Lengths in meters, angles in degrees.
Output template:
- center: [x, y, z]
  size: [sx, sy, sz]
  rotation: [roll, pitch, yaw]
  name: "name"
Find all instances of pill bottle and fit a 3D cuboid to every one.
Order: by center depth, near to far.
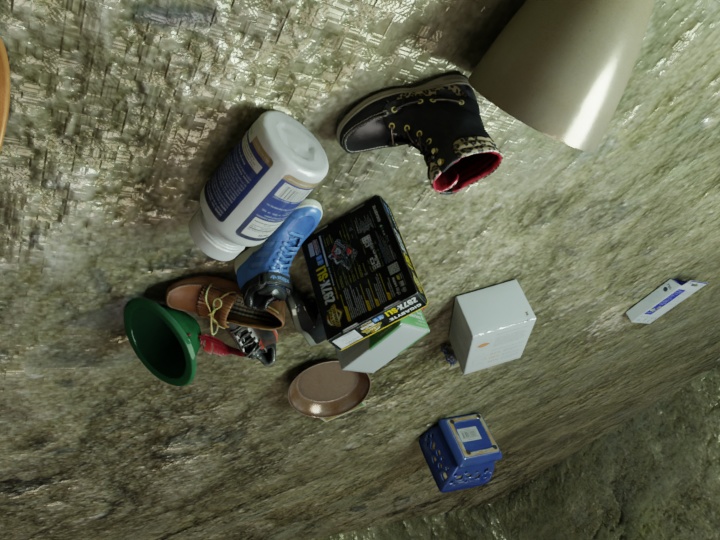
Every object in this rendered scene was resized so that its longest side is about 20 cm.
- center: [-0.143, -0.104, 0.791]
  size: [0.110, 0.112, 0.200]
  rotation: [18, 132, -43]
  name: "pill bottle"

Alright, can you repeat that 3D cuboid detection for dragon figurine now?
- center: [0.291, 0.212, 1.516]
  size: [0.199, 0.059, 0.099]
  rotation: [18, 132, -42]
  name: "dragon figurine"

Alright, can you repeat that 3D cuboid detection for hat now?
- center: [-0.297, 0.093, 1.058]
  size: [0.176, 0.165, 0.201]
  rotation: [-41, 157, -46]
  name: "hat"

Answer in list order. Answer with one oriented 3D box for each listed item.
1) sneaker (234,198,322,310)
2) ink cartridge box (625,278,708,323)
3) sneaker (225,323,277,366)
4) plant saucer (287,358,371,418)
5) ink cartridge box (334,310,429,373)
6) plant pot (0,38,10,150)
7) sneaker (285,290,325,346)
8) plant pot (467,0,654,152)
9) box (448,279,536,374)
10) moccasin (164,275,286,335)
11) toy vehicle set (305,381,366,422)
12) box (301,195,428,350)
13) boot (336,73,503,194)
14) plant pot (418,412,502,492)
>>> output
- center: [-0.122, -0.015, 0.929]
  size: [0.199, 0.112, 0.076]
  rotation: [-38, 142, 26]
  name: "sneaker"
- center: [0.835, 0.075, 1.624]
  size: [0.099, 0.040, 0.200]
  rotation: [7, 139, -34]
  name: "ink cartridge box"
- center: [-0.203, 0.117, 1.101]
  size: [0.076, 0.083, 0.200]
  rotation: [-25, 143, 9]
  name: "sneaker"
- center: [-0.074, 0.271, 1.399]
  size: [0.198, 0.037, 0.202]
  rotation: [-7, 129, -9]
  name: "plant saucer"
- center: [0.012, 0.051, 1.015]
  size: [0.087, 0.202, 0.145]
  rotation: [15, 133, -46]
  name: "ink cartridge box"
- center: [-0.428, -0.142, 0.536]
  size: [0.138, 0.202, 0.201]
  rotation: [14, 137, -17]
  name: "plant pot"
- center: [-0.077, 0.072, 1.125]
  size: [0.105, 0.075, 0.200]
  rotation: [-25, 156, -1]
  name: "sneaker"
- center: [0.260, -0.279, 0.715]
  size: [0.186, 0.188, 0.201]
  rotation: [7, 125, -34]
  name: "plant pot"
- center: [0.296, 0.133, 1.363]
  size: [0.150, 0.107, 0.201]
  rotation: [-15, 147, -7]
  name: "box"
- center: [-0.223, 0.062, 0.990]
  size: [0.199, 0.078, 0.074]
  rotation: [17, 118, -18]
  name: "moccasin"
- center: [-0.073, 0.330, 1.526]
  size: [0.123, 0.027, 0.200]
  rotation: [-24, 146, 7]
  name: "toy vehicle set"
- center: [0.000, 0.000, 0.934]
  size: [0.159, 0.202, 0.049]
  rotation: [-30, 144, 15]
  name: "box"
- center: [0.077, -0.168, 0.778]
  size: [0.198, 0.152, 0.073]
  rotation: [-18, 147, -3]
  name: "boot"
- center: [0.337, 0.590, 1.964]
  size: [0.198, 0.201, 0.181]
  rotation: [-2, 136, -25]
  name: "plant pot"
